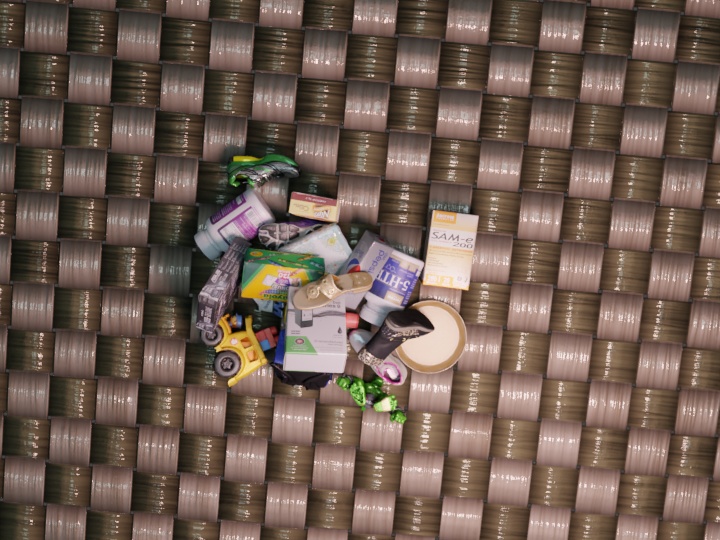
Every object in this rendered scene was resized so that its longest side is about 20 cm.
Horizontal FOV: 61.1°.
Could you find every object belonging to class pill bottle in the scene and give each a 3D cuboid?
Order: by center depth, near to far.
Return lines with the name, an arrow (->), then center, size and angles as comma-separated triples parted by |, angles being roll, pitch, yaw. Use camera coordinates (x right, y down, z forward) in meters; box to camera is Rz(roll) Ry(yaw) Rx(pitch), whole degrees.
pill bottle -> -0.334, -0.117, 1.612 | 0.200, 0.112, 0.112 | -35, 94, 3
pill bottle -> 0.077, 0.045, 1.618 | 0.119, 0.120, 0.201 | 23, 95, -1

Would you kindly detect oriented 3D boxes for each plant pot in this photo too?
plant pot -> 0.189, 0.180, 1.674 | 0.199, 0.027, 0.201 | 0, 95, 1

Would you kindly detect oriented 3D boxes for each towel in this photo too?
towel -> -0.098, -0.016, 1.606 | 0.171, 0.048, 0.200 | -27, 127, 2

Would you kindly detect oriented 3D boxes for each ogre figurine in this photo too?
ogre figurine -> 0.027, 0.336, 1.641 | 0.199, 0.120, 0.099 | 12, 90, -2

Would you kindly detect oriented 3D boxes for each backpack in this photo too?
backpack -> -0.135, 0.223, 1.598 | 0.162, 0.200, 0.168 | 15, 62, 3

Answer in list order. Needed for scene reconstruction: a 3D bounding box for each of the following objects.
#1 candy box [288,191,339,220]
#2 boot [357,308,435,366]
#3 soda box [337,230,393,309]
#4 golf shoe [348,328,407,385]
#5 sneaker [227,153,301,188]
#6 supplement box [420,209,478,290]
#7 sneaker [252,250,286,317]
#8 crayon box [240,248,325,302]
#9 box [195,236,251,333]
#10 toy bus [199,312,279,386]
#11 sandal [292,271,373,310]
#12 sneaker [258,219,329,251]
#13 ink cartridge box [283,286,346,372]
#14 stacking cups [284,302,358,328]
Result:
candy box -> -0.113, -0.159, 1.561 | 0.115, 0.200, 0.056 | 11, 93, -1
boot -> 0.093, 0.176, 1.595 | 0.154, 0.203, 0.074 | -51, 59, 22
soda box -> 0.000, 0.000, 1.582 | 0.068, 0.063, 0.200 | 21, 112, -32
golf shoe -> 0.049, 0.234, 1.648 | 0.200, 0.092, 0.075 | 41, 95, -1
sneaker -> -0.252, -0.252, 1.608 | 0.199, 0.078, 0.086 | -2, 65, 7
supplement box -> 0.236, -0.056, 1.630 | 0.125, 0.074, 0.201 | 7, 94, -1
sneaker -> -0.255, 0.025, 1.638 | 0.115, 0.081, 0.200 | 4, 95, -1
crayon box -> -0.197, 0.017, 1.545 | 0.199, 0.058, 0.119 | 7, 130, -10
box -> -0.346, 0.037, 1.547 | 0.050, 0.158, 0.200 | 24, 52, -1
toy bus -> -0.320, 0.182, 1.635 | 0.191, 0.136, 0.201 | -26, 91, -11
sandal -> -0.066, 0.029, 1.482 | 0.211, 0.070, 0.078 | -14, 53, -20
sneaker -> -0.172, -0.098, 1.615 | 0.199, 0.083, 0.081 | -2, 114, -21
ink cartridge box -> -0.111, 0.140, 1.481 | 0.145, 0.201, 0.084 | 3, 139, -8
stacking cups -> -0.105, 0.125, 1.654 | 0.199, 0.061, 0.061 | 5, 95, 0
